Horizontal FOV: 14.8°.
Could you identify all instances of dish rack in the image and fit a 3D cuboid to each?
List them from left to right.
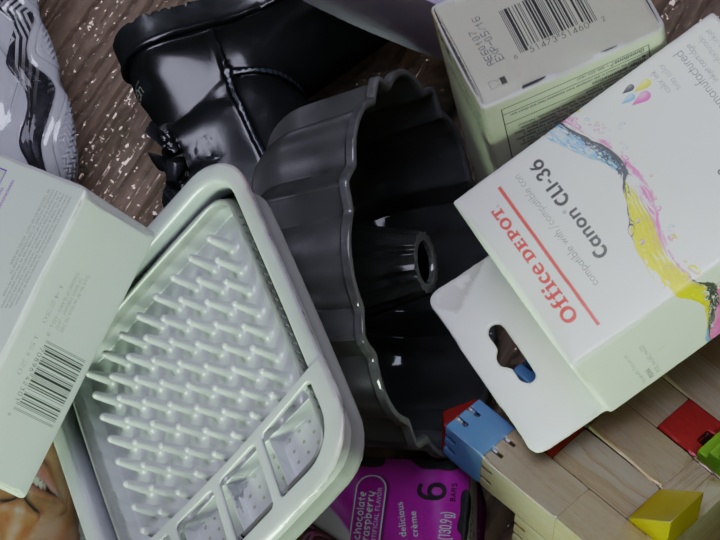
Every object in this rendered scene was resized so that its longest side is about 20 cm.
[{"bbox_3d":[-0.072,0.067,1.319,0.172,0.044,0.200,-47,47,26],"label":"dish rack"}]

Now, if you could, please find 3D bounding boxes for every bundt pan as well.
[{"bbox_3d":[0.000,0.000,1.430,0.076,0.202,0.202,-7,60,22],"label":"bundt pan"}]

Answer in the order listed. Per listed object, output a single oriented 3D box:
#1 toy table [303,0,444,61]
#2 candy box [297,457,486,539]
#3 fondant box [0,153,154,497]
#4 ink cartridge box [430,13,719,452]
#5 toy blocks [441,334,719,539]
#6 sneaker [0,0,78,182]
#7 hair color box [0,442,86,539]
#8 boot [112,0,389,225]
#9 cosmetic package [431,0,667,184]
[{"bbox_3d":[0.038,-0.189,1.494,0.184,0.200,0.117,7,76,61],"label":"toy table"},{"bbox_3d":[-0.042,0.165,1.425,0.200,0.061,0.137,0,62,12],"label":"candy box"},{"bbox_3d":[-0.211,0.009,1.370,0.200,0.058,0.144,21,82,41],"label":"fondant box"},{"bbox_3d":[0.130,-0.016,1.357,0.200,0.067,0.117,-37,59,4],"label":"ink cartridge box"},{"bbox_3d":[0.135,0.083,1.412,0.200,0.100,0.137,-38,62,-26],"label":"toy blocks"},{"bbox_3d":[-0.240,-0.122,1.599,0.115,0.075,0.200,-11,62,-19],"label":"sneaker"},{"bbox_3d":[-0.180,0.101,1.416,0.061,0.101,0.200,-7,64,57],"label":"hair color box"},{"bbox_3d":[-0.033,-0.083,1.554,0.198,0.073,0.163,-17,68,-14],"label":"boot"},{"bbox_3d":[0.108,-0.077,1.450,0.103,0.200,0.073,-23,60,-3],"label":"cosmetic package"}]
